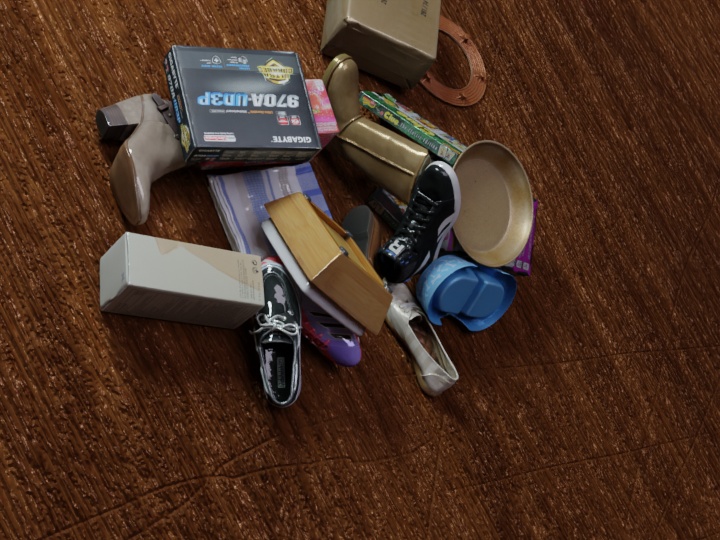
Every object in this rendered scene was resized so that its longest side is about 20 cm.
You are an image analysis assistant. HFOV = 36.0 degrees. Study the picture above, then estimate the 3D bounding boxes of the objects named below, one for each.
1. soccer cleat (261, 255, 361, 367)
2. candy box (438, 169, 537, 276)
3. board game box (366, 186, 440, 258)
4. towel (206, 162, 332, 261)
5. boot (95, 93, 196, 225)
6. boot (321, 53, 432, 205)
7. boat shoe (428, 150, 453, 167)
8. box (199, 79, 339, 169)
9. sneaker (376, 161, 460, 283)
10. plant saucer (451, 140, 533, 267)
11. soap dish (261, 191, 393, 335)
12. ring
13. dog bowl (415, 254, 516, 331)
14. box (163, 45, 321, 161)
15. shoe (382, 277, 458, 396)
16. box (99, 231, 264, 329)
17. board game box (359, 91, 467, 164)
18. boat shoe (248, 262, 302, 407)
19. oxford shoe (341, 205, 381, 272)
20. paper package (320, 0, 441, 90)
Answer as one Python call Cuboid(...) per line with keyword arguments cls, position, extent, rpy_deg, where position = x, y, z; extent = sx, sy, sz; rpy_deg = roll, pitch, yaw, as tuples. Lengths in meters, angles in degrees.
Cuboid(cls="soccer cleat", position=(-0.079, 0.065, 1.584), extent=(0.200, 0.067, 0.076), rpy_deg=(52, 35, 3))
Cuboid(cls="candy box", position=(0.204, -0.075, 1.830), extent=(0.199, 0.061, 0.137), rpy_deg=(15, 79, -40))
Cuboid(cls="board game box", position=(0.105, -0.078, 1.837), extent=(0.200, 0.023, 0.105), rpy_deg=(45, 45, -9))
Cuboid(cls="towel", position=(-0.127, -0.089, 1.662), extent=(0.199, 0.024, 0.147), rpy_deg=(-12, 76, -42))
Cuboid(cls="boot", position=(-0.281, -0.160, 1.549), extent=(0.146, 0.070, 0.201), rpy_deg=(-7, 72, -42))
Cuboid(cls="boot", position=(0.027, -0.217, 1.703), extent=(0.200, 0.176, 0.066), rpy_deg=(33, 45, 25))
Cuboid(cls="boat shoe", position=(0.102, -0.150, 1.816), extent=(0.199, 0.071, 0.070), rpy_deg=(8, 59, -43))
Cuboid(cls="box", position=(-0.146, -0.219, 1.652), extent=(0.199, 0.100, 0.096), rpy_deg=(-8, 72, -35))
Cuboid(cls="sneaker", position=(0.083, -0.060, 1.660), extent=(0.073, 0.201, 0.112), rpy_deg=(32, 41, 25))
Cuboid(cls="plant saucer", position=(0.197, -0.104, 1.759), extent=(0.200, 0.035, 0.201), rpy_deg=(4, 84, -41))
Cuboid(cls="soap dish", position=(-0.046, -0.014, 1.564), extent=(0.157, 0.081, 0.200), rpy_deg=(41, 10, -41))
Cuboid(cls="ring", position=(0.159, -0.395, 2.051), extent=(0.200, 0.019, 0.201), rpy_deg=(19, 56, -31))
Cuboid(cls="dog bowl", position=(0.165, 0.032, 1.758), extent=(0.200, 0.112, 0.050), rpy_deg=(11, 26, -48))
Cuboid(cls="box", position=(-0.165, -0.232, 1.554), extent=(0.199, 0.046, 0.160), rpy_deg=(-3, 70, -32))
Cuboid(cls="shoe", position=(0.091, 0.095, 1.713), extent=(0.070, 0.053, 0.201), rpy_deg=(-19, 80, -43))
Cuboid(cls="box", position=(-0.237, 0.017, 1.472), extent=(0.199, 0.095, 0.078), rpy_deg=(12, 60, -35))
Cuboid(cls="board game box", position=(0.095, -0.234, 1.823), extent=(0.200, 0.024, 0.105), rpy_deg=(36, 22, 18))
Cuboid(cls="boat shoe", position=(-0.116, 0.086, 1.512), extent=(0.073, 0.068, 0.200), rpy_deg=(0, 84, -2))
Cuboid(cls="oxford shoe", position=(0.000, 0.000, 1.687), extent=(0.071, 0.071, 0.201), rpy_deg=(47, 47, -41))
Cuboid(cls="paper package", position=(0.040, -0.442, 1.917), extent=(0.190, 0.103, 0.201), rpy_deg=(20, 56, -23))
